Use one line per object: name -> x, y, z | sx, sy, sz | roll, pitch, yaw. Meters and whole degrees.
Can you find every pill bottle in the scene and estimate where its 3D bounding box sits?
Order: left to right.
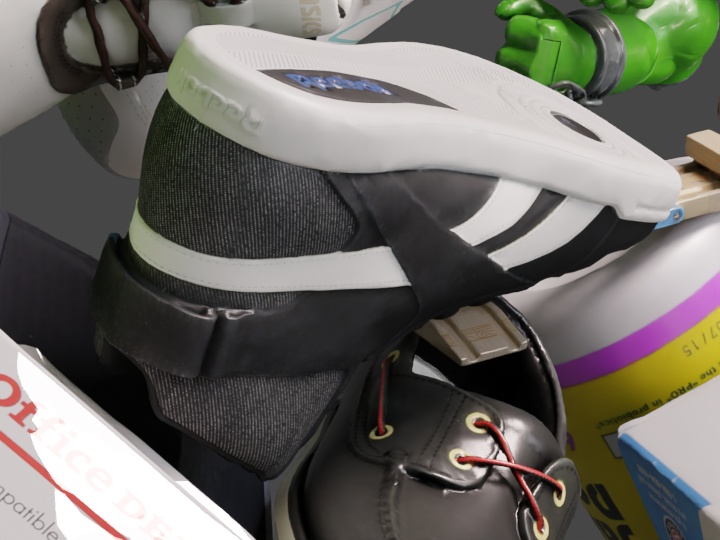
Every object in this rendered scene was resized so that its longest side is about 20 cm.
pill bottle -> 0.129, 0.068, 0.931 | 0.200, 0.104, 0.104 | 57, 36, -16

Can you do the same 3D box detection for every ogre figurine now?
ogre figurine -> 0.119, -0.147, 1.016 | 0.120, 0.098, 0.200 | 21, 72, -62

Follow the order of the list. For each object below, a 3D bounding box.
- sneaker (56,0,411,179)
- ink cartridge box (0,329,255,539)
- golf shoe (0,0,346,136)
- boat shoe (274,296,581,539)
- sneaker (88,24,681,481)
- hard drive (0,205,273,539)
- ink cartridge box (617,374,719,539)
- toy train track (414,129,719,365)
sneaker -> -0.025, -0.092, 0.830 | 0.070, 0.080, 0.200 | 62, 37, -13
ink cartridge box -> -0.088, 0.089, 0.583 | 0.116, 0.068, 0.200 | 40, 51, 7
golf shoe -> -0.057, -0.080, 0.712 | 0.200, 0.094, 0.078 | -46, 153, -21
boat shoe -> 0.023, 0.060, 0.762 | 0.074, 0.063, 0.201 | 43, 17, -13
sneaker -> 0.000, 0.000, 0.727 | 0.073, 0.112, 0.200 | 36, 18, 33
hard drive -> -0.076, 0.086, 0.698 | 0.135, 0.042, 0.200 | 31, 50, -42
ink cartridge box -> 0.197, 0.120, 0.826 | 0.200, 0.145, 0.147 | 65, -8, -19
toy train track -> 0.043, -0.021, 0.825 | 0.200, 0.115, 0.033 | -14, 121, -30
